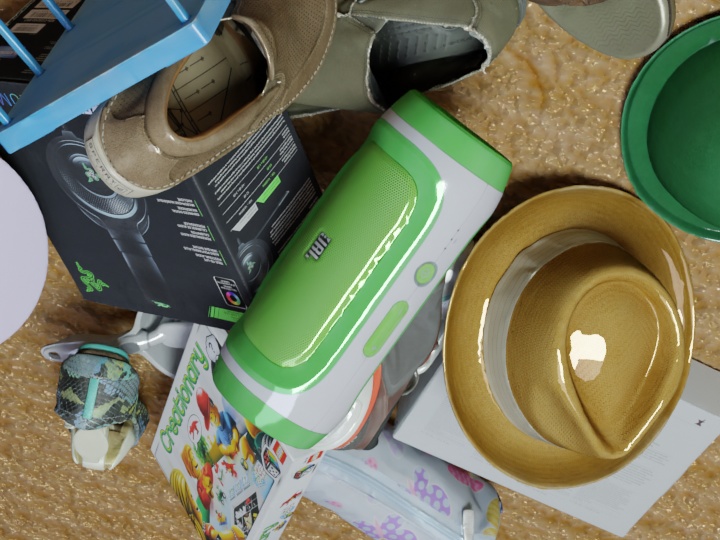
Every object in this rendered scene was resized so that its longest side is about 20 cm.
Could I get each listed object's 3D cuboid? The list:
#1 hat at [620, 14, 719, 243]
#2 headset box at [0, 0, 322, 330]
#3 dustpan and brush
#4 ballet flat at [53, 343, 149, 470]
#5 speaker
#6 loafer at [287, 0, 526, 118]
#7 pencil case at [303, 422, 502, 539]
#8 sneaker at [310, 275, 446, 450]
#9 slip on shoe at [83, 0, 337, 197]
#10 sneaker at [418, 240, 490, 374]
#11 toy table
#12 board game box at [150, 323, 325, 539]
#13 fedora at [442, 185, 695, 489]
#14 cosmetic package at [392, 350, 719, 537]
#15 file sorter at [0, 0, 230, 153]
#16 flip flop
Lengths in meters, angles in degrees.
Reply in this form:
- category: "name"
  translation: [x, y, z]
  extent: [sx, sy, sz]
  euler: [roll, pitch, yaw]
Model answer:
- category: "hat"
  translation: [0.227, -0.036, 0.802]
  extent: [0.163, 0.177, 0.202]
  euler: [7, 133, 6]
- category: "headset box"
  translation: [-0.125, -0.062, 0.887]
  extent: [0.172, 0.093, 0.202]
  euler: [10, 138, 35]
- category: "dustpan and brush"
  translation: [-0.135, 0.044, 1.041]
  extent: [0.197, 0.058, 0.141]
  euler: [0, 132, 14]
- category: "ballet flat"
  translation: [-0.196, 0.112, 1.060]
  extent: [0.073, 0.075, 0.200]
  euler: [13, 160, 1]
- category: "speaker"
  translation: [0.000, 0.000, 0.814]
  extent: [0.088, 0.089, 0.201]
  euler: [33, 99, -17]
- category: "loafer"
  translation: [0.000, -0.131, 0.845]
  extent: [0.198, 0.070, 0.076]
  euler: [-15, 127, 25]
- category: "pencil case"
  translation: [0.015, 0.161, 1.079]
  extent: [0.199, 0.091, 0.083]
  euler: [34, 106, -24]
- category: "sneaker"
  translation: [0.019, 0.021, 0.901]
  extent: [0.077, 0.202, 0.082]
  euler: [26, 179, 37]
- category: "slip on shoe"
  translation: [-0.064, -0.112, 0.752]
  extent: [0.060, 0.200, 0.076]
  euler: [-22, 107, 47]
- category: "sneaker"
  translation: [0.002, 0.042, 0.968]
  extent: [0.199, 0.081, 0.070]
  euler: [-32, 163, 27]
- category: "toy table"
  translation: [-0.288, -0.031, 0.858]
  extent: [0.116, 0.185, 0.201]
  euler: [26, 158, 24]
- category: "board game box"
  translation: [-0.090, 0.125, 1.013]
  extent: [0.127, 0.034, 0.201]
  euler: [55, 146, 22]
- category: "fedora"
  translation: [0.147, 0.051, 0.905]
  extent: [0.197, 0.082, 0.204]
  euler: [-4, 103, -17]
- category: "cosmetic package"
  translation: [0.143, 0.098, 1.031]
  extent: [0.198, 0.052, 0.151]
  euler: [24, 134, -9]
- category: "file sorter"
  translation: [-0.137, -0.187, 0.741]
  extent: [0.138, 0.201, 0.123]
  euler: [-23, 121, 30]
- category: "flip flop"
  translation: [0.088, -0.183, 0.769]
  extent: [0.200, 0.058, 0.081]
  euler: [44, 143, -19]
